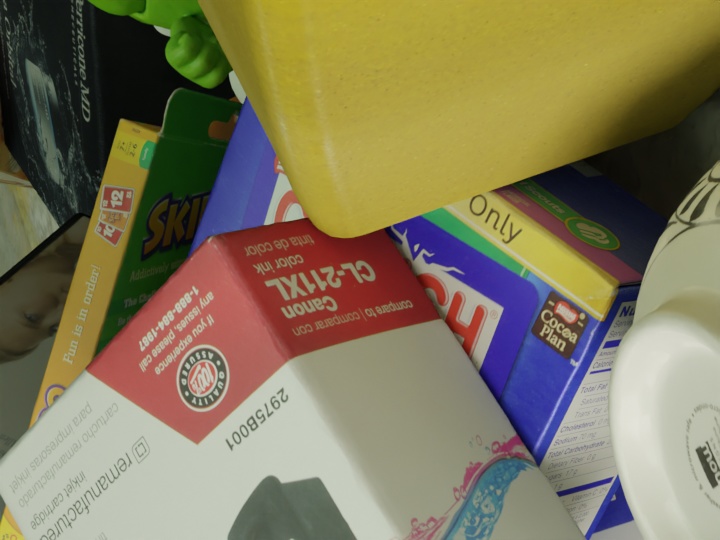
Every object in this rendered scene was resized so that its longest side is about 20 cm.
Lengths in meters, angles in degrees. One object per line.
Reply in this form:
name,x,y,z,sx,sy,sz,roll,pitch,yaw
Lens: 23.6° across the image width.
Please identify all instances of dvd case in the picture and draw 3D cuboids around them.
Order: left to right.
dvd case,-0.142,0.052,0.806,0.143,0.200,0.018,21,137,27

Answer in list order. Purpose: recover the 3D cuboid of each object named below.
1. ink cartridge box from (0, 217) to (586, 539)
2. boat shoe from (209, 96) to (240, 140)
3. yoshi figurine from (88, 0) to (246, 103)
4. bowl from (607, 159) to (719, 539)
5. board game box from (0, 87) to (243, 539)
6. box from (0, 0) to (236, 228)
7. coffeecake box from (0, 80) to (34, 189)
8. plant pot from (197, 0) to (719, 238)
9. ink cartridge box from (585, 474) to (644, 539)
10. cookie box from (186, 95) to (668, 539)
ink cartridge box,-0.011,0.104,0.555,0.146,0.083,0.200,-44,70,33
boat shoe,0.000,0.000,0.809,0.200,0.070,0.070,59,-170,24
yoshi figurine,-0.057,-0.128,0.753,0.200,0.112,0.112,35,111,0
bowl,0.131,0.043,0.475,0.201,0.094,0.201,48,146,49
board game box,-0.086,0.024,0.705,0.030,0.096,0.200,23,98,26
box,-0.124,-0.120,0.960,0.200,0.117,0.197,48,145,47
coffeecake box,-0.240,-0.141,1.085,0.200,0.073,0.154,22,-101,-76
plant pot,0.026,-0.126,0.514,0.176,0.200,0.200,92,155,-56
ink cartridge box,0.035,0.064,0.695,0.198,0.047,0.200,-27,77,42
cookie box,0.011,0.039,0.631,0.171,0.075,0.200,38,118,31
